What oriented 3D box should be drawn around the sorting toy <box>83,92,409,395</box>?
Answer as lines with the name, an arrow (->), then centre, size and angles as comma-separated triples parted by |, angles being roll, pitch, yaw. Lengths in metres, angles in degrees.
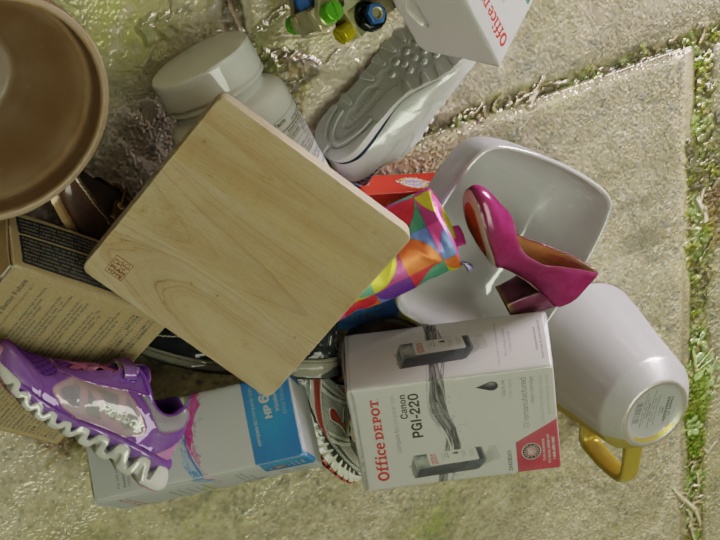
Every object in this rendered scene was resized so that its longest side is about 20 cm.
sorting toy -> -0.095, -0.029, 1.573 | 0.200, 0.070, 0.199 | 36, 111, -15

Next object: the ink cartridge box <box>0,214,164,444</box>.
ink cartridge box -> -0.289, 0.054, 1.625 | 0.165, 0.075, 0.200 | 22, 128, -34

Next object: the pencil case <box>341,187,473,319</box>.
pencil case -> 0.000, 0.000, 1.685 | 0.200, 0.088, 0.088 | -24, 129, 3

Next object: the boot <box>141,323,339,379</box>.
boot -> -0.113, 0.021, 1.759 | 0.203, 0.073, 0.154 | 6, 96, -9

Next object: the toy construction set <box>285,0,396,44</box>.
toy construction set -> -0.008, -0.279, 1.628 | 0.200, 0.092, 0.131 | -39, 106, -14

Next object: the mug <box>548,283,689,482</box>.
mug -> 0.283, 0.125, 1.998 | 0.149, 0.153, 0.187 | -42, 131, -2

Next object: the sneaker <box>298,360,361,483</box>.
sneaker -> -0.032, 0.140, 1.871 | 0.082, 0.078, 0.200 | -36, 130, -8

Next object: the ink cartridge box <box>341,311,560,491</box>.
ink cartridge box -> 0.088, 0.127, 1.789 | 0.200, 0.085, 0.146 | -6, 130, 4

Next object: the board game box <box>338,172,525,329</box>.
board game box -> 0.058, -0.022, 1.848 | 0.200, 0.040, 0.153 | -5, 120, -28

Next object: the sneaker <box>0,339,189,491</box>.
sneaker -> -0.228, 0.106, 1.594 | 0.200, 0.080, 0.089 | 36, 91, -27

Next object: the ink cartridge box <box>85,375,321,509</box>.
ink cartridge box -> -0.147, 0.162, 1.728 | 0.200, 0.085, 0.145 | -14, 170, 2

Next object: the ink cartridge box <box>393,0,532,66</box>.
ink cartridge box -> 0.109, -0.301, 1.613 | 0.200, 0.084, 0.146 | -63, 150, -15

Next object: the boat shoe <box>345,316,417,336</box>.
boat shoe -> 0.052, 0.116, 1.881 | 0.076, 0.074, 0.200 | -27, 142, 14

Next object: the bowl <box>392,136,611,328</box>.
bowl -> 0.126, -0.034, 1.805 | 0.199, 0.075, 0.200 | 20, 107, -38

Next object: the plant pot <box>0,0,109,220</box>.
plant pot -> -0.316, -0.148, 1.515 | 0.200, 0.093, 0.201 | -14, 124, -23

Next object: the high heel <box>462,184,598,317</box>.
high heel -> 0.159, -0.032, 1.735 | 0.096, 0.067, 0.200 | -29, 143, -1

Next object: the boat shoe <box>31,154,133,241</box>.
boat shoe -> -0.226, -0.045, 1.647 | 0.070, 0.070, 0.200 | -25, 139, 1

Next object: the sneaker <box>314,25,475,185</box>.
sneaker -> 0.047, -0.165, 1.743 | 0.200, 0.076, 0.080 | -41, 142, 4

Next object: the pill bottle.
pill bottle -> -0.097, -0.103, 1.639 | 0.113, 0.113, 0.200 | -32, 113, -10
